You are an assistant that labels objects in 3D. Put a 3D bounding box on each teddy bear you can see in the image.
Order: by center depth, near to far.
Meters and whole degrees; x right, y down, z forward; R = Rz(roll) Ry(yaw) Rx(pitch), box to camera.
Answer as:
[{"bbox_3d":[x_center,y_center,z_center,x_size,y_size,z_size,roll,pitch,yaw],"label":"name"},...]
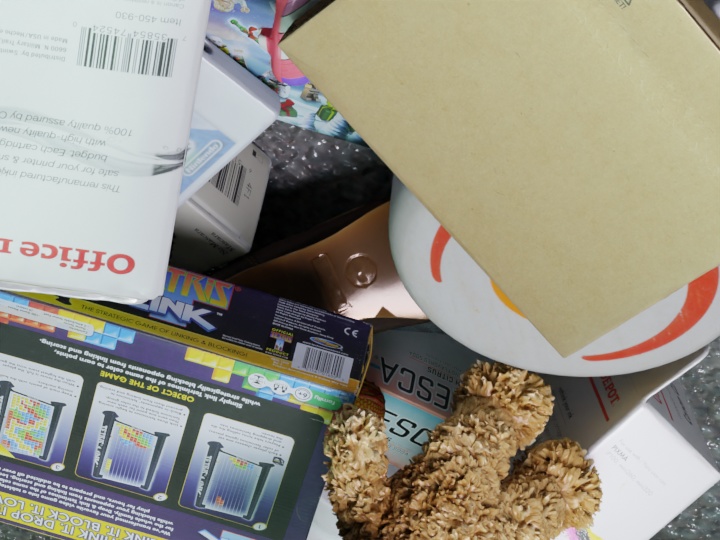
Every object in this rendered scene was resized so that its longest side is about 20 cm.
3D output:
[{"bbox_3d":[0.042,0.125,1.295,0.067,0.199,0.146,-10,97,54],"label":"teddy bear"}]

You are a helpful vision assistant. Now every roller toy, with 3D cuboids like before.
[{"bbox_3d":[0.105,-0.041,1.285,0.182,0.140,0.200,28,137,-22],"label":"roller toy"}]

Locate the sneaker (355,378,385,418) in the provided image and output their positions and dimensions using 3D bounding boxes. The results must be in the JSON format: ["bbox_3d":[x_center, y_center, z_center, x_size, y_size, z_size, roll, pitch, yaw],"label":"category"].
[{"bbox_3d":[-0.061,0.121,1.467,0.200,0.077,0.073,-34,135,29],"label":"sneaker"}]

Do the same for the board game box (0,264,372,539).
[{"bbox_3d":[-0.109,0.073,1.359,0.199,0.057,0.166,17,133,-3],"label":"board game box"}]

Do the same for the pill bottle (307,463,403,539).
[{"bbox_3d":[-0.006,0.166,1.611,0.110,0.111,0.200,11,143,1],"label":"pill bottle"}]

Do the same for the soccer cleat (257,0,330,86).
[{"bbox_3d":[0.010,-0.163,1.185,0.076,0.067,0.201,19,119,1],"label":"soccer cleat"}]

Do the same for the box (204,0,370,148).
[{"bbox_3d":[-0.068,-0.141,1.293,0.199,0.040,0.137,16,141,-6],"label":"box"}]

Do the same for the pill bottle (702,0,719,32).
[{"bbox_3d":[0.231,-0.101,1.203,0.200,0.112,0.111,34,138,-26],"label":"pill bottle"}]

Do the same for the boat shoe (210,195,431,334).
[{"bbox_3d":[0.000,0.000,1.409,0.199,0.071,0.070,-15,-175,-6],"label":"boat shoe"}]

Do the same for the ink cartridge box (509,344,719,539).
[{"bbox_3d":[0.118,0.102,1.425,0.200,0.117,0.067,-42,112,13],"label":"ink cartridge box"}]

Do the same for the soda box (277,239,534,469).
[{"bbox_3d":[0.019,0.062,1.506,0.199,0.069,0.064,26,140,-19],"label":"soda box"}]

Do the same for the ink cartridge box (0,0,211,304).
[{"bbox_3d":[-0.148,-0.095,1.227,0.146,0.083,0.201,7,126,-8],"label":"ink cartridge box"}]

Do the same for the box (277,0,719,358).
[{"bbox_3d":[0.085,-0.071,1.160,0.163,0.021,0.200,-34,108,33],"label":"box"}]

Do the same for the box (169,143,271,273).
[{"bbox_3d":[-0.148,-0.024,1.440,0.199,0.069,0.082,-24,130,37],"label":"box"}]

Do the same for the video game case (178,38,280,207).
[{"bbox_3d":[-0.171,-0.071,1.310,0.182,0.022,0.200,37,118,-26],"label":"video game case"}]
